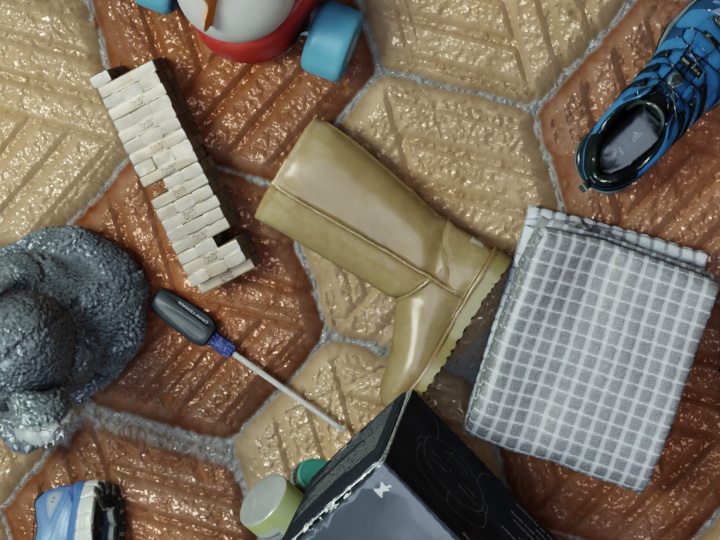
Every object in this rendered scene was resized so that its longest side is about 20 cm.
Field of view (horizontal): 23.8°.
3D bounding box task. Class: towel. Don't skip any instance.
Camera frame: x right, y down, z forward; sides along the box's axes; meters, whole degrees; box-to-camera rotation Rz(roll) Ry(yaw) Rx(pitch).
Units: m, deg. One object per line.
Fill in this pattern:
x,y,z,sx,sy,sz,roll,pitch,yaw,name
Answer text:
0.186,0.063,1.383,0.165,0.086,0.201,18,101,3,towel

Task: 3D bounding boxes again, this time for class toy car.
-0.083,-0.242,1.304,0.184,0.200,0.178,22,102,2,toy car

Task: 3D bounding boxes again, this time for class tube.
-0.016,0.243,1.411,0.052,0.058,0.200,-36,118,19,tube

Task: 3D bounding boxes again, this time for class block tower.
-0.151,-0.082,1.415,0.058,0.054,0.201,-26,96,10,block tower

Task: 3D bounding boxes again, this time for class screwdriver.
-0.095,0.080,1.445,0.200,0.029,0.028,36,102,5,screwdriver

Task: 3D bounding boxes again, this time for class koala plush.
-0.272,0.053,1.379,0.183,0.200,0.178,-29,95,11,koala plush

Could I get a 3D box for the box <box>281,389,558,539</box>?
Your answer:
0.054,0.222,1.302,0.124,0.197,0.200,-43,93,12,box

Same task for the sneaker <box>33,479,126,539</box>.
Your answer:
-0.254,0.283,1.477,0.089,0.078,0.201,-3,80,23,sneaker

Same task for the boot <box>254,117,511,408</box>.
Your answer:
0.000,0.000,1.409,0.199,0.066,0.176,33,93,1,boot

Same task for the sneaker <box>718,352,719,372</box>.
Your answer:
0.343,0.118,1.385,0.090,0.066,0.201,-9,102,6,sneaker

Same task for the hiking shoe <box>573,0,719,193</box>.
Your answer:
0.247,-0.137,1.339,0.074,0.087,0.200,36,102,0,hiking shoe

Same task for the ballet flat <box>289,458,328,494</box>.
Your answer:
0.032,0.218,1.446,0.199,0.072,0.072,19,101,4,ballet flat
